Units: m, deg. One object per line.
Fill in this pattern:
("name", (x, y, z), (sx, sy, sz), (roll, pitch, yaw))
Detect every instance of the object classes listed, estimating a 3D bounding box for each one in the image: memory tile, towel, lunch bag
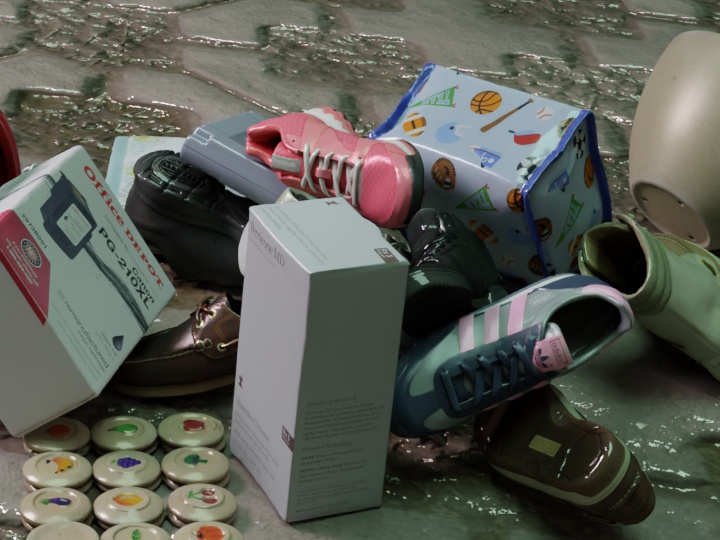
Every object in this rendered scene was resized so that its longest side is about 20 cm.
("memory tile", (-0.163, 0.154, 1.552), (0.152, 0.017, 0.200), (-1, 26, -9))
("towel", (-0.146, -0.067, 1.981), (0.170, 0.048, 0.200), (5, 26, -4))
("lunch bag", (0.114, -0.048, 1.821), (0.170, 0.200, 0.124), (23, 60, 33))

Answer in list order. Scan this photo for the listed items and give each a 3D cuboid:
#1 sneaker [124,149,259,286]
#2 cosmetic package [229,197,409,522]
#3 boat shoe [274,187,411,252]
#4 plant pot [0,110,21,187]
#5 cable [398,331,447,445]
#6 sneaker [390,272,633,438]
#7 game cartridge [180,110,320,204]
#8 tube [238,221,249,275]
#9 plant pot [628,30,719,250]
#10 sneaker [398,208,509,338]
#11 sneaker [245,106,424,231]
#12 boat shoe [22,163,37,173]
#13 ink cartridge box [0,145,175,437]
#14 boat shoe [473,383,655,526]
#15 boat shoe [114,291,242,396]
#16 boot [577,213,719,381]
("sneaker", (-0.111, -0.022, 1.858), (0.199, 0.091, 0.076), (31, 35, 3))
("cosmetic package", (-0.031, 0.061, 1.550), (0.081, 0.201, 0.113), (-9, 28, -25))
("boat shoe", (0.012, 0.002, 1.723), (0.199, 0.062, 0.072), (25, 22, -11))
("plant pot", (-0.378, -0.041, 1.717), (0.182, 0.201, 0.201), (6, 26, 11))
("cable", (0.004, 0.051, 1.637), (0.200, 0.050, 0.097), (38, 54, 0))
("sneaker", (0.107, 0.060, 1.583), (0.200, 0.070, 0.082), (-31, 18, -19))
("game cartridge", (-0.068, -0.087, 1.891), (0.133, 0.041, 0.200), (26, 13, 8))
("tube", (0.000, 0.000, 1.802), (0.199, 0.052, 0.058), (11, 55, -23))
("plant pot", (0.319, -0.097, 1.981), (0.200, 0.201, 0.135), (27, 69, 39))
("sneaker", (0.058, -0.001, 1.654), (0.104, 0.060, 0.200), (58, 19, 23))
("sneaker", (-0.024, -0.077, 1.747), (0.086, 0.074, 0.200), (-3, 19, -32))
("boat shoe", (-0.274, -0.059, 1.923), (0.072, 0.063, 0.200), (6, 26, 5))
("ink cartridge box", (-0.234, 0.011, 1.651), (0.084, 0.145, 0.200), (-27, 13, 21))
("boat shoe", (0.147, 0.137, 1.590), (0.075, 0.075, 0.202), (39, 0, -24))
("boat shoe", (-0.096, 0.047, 1.688), (0.199, 0.071, 0.070), (-10, 25, 1))
("boot", (0.236, 0.001, 1.785), (0.154, 0.072, 0.200), (32, 15, -30))
